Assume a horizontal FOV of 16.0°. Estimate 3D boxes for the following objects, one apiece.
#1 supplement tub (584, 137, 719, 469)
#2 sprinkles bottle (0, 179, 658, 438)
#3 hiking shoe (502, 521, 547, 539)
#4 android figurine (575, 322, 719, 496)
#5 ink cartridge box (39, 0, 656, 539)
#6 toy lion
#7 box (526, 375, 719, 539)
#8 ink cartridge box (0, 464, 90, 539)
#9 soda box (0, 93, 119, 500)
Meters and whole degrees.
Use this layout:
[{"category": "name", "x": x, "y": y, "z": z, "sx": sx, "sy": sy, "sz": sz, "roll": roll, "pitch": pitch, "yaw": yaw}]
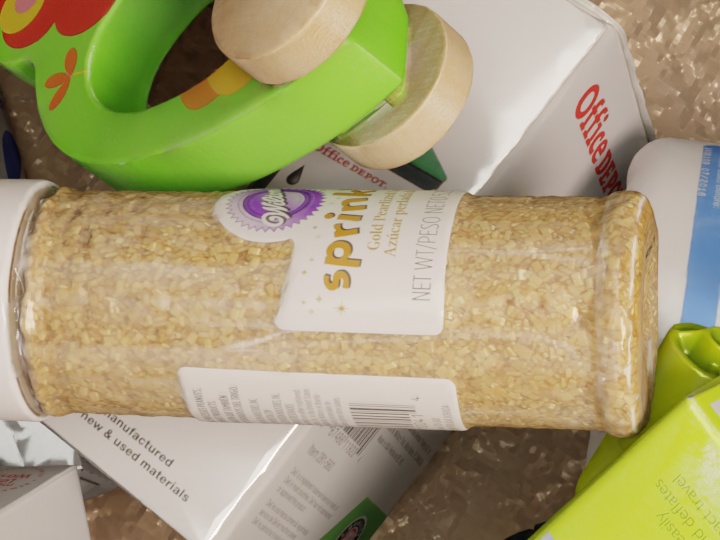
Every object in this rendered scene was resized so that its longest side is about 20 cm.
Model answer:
[{"category": "supplement tub", "x": 0.175, "y": 0.034, "z": 0.807, "sx": 0.198, "sy": 0.132, "sz": 0.133, "roll": 9, "pitch": 81, "yaw": 7}, {"category": "sprinkles bottle", "x": -0.019, "y": 0.010, "z": 0.708, "sx": 0.198, "sy": 0.068, "sz": 0.069, "roll": 1, "pitch": 80, "yaw": 12}, {"category": "hiking shoe", "x": 0.019, "y": 0.159, "z": 0.818, "sx": 0.200, "sy": 0.074, "sz": 0.087, "roll": -43, "pitch": 82, "yaw": 20}, {"category": "android figurine", "x": 0.151, "y": 0.085, "z": 0.742, "sx": 0.181, "sy": 0.041, "sz": 0.201, "roll": 28, "pitch": 119, "yaw": -5}, {"category": "ink cartridge box", "x": 0.000, "y": 0.000, "z": 0.819, "sx": 0.084, "sy": 0.146, "sz": 0.200, "roll": 36, "pitch": 84, "yaw": 18}, {"category": "toy lion", "x": -0.055, "y": -0.106, "z": 0.783, "sx": 0.191, "sy": 0.069, "sz": 0.201, "roll": -21, "pitch": 50, "yaw": 34}, {"category": "box", "x": 0.070, "y": 0.137, "z": 0.712, "sx": 0.122, "sy": 0.048, "sz": 0.200, "roll": 50, "pitch": 119, "yaw": 14}, {"category": "ink cartridge box", "x": -0.139, "y": 0.126, "z": 0.797, "sx": 0.114, "sy": 0.068, "sz": 0.202, "roll": -3, "pitch": 104, "yaw": 28}, {"category": "soda box", "x": -0.146, "y": -0.011, "z": 0.877, "sx": 0.068, "sy": 0.063, "sz": 0.201, "roll": -20, "pitch": 79, "yaw": 3}]
